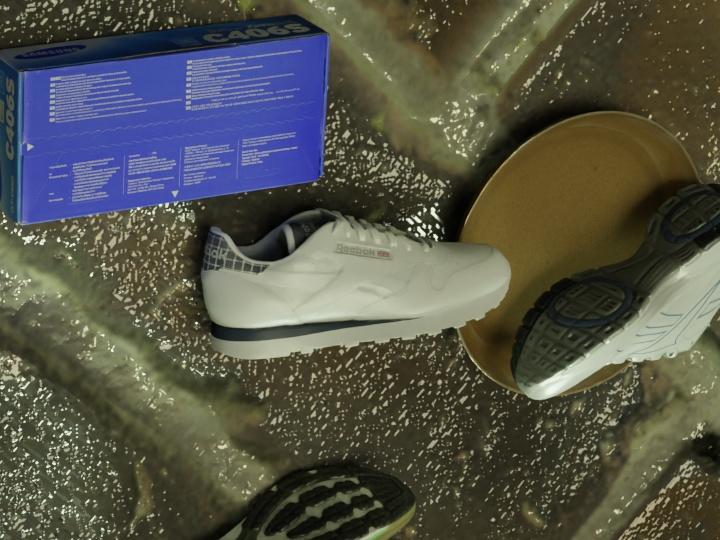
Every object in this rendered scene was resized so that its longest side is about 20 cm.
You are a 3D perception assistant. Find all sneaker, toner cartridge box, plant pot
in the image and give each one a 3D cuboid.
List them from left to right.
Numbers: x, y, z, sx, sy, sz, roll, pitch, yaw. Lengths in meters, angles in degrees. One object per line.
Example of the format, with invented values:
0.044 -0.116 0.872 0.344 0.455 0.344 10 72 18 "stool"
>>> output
-0.116 -0.090 1.581 0.200 0.043 0.095 -9 115 -29 "toner cartridge box"
-0.050 0.199 1.745 0.200 0.077 0.089 -30 137 -11 "sneaker"
0.000 0.000 1.668 0.200 0.076 0.081 -10 102 -21 "sneaker"
0.138 -0.014 1.784 0.200 0.027 0.200 -14 118 -27 "plant pot"
0.187 0.029 1.774 0.200 0.074 0.087 -34 130 -14 "sneaker"
